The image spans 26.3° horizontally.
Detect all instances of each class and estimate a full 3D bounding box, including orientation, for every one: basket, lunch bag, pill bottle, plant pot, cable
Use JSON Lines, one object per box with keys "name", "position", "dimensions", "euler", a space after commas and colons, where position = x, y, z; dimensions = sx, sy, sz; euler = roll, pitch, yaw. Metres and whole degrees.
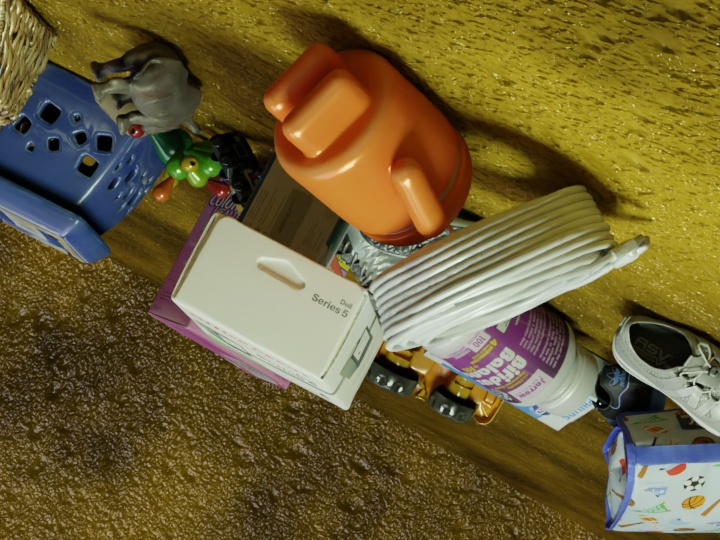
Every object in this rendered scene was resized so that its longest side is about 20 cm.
{"name": "basket", "position": [-0.440, -0.243, 1.577], "dimensions": [0.199, 0.144, 0.149], "euler": [25, 171, 16]}
{"name": "lunch bag", "position": [0.355, 0.212, 1.668], "dimensions": [0.168, 0.125, 0.200], "euler": [-2, 162, 2]}
{"name": "pill bottle", "position": [0.165, 0.081, 1.696], "dimensions": [0.199, 0.113, 0.112], "euler": [32, 169, -27]}
{"name": "plant pot", "position": [-0.364, -0.129, 1.865], "dimensions": [0.199, 0.181, 0.200], "euler": [25, 170, 7]}
{"name": "cable", "position": [0.104, 0.001, 1.217], "dimensions": [0.199, 0.070, 0.200], "euler": [-16, 170, -40]}

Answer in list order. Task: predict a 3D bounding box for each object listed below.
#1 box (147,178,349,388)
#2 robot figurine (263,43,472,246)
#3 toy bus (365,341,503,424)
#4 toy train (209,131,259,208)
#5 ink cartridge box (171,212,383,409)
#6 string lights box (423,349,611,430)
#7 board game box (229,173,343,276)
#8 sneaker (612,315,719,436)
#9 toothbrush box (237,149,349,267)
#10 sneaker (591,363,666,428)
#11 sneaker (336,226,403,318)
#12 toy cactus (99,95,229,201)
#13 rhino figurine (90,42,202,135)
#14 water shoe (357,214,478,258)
{"name": "box", "position": [-0.128, 0.012, 1.881], "dimensions": [0.176, 0.201, 0.096], "euler": [35, 167, -38]}
{"name": "robot figurine", "position": [0.012, -0.091, 1.194], "dimensions": [0.143, 0.117, 0.200], "euler": [4, 157, 40]}
{"name": "toy bus", "position": [0.094, 0.095, 1.970], "dimensions": [0.199, 0.137, 0.192], "euler": [25, -176, -3]}
{"name": "toy train", "position": [-0.106, -0.073, 1.603], "dimensions": [0.034, 0.045, 0.201], "euler": [93, 155, -50]}
{"name": "ink cartridge box", "position": [-0.064, 0.039, 1.302], "dimensions": [0.145, 0.084, 0.200], "euler": [27, 172, 10]}
{"name": "string lights box", "position": [0.187, 0.107, 1.828], "dimensions": [0.199, 0.059, 0.103], "euler": [30, 145, -14]}
{"name": "board game box", "position": [-0.082, -0.037, 1.710], "dimensions": [0.200, 0.040, 0.154], "euler": [175, 77, -72]}
{"name": "sneaker", "position": [0.327, 0.105, 1.476], "dimensions": [0.199, 0.075, 0.082], "euler": [25, 172, 21]}
{"name": "toothbrush box", "position": [-0.050, -0.061, 1.444], "dimensions": [0.085, 0.147, 0.200], "euler": [27, 172, 3]}
{"name": "sneaker", "position": [0.302, 0.146, 1.766], "dimensions": [0.077, 0.071, 0.200], "euler": [13, 160, 6]}
{"name": "sneaker", "position": [0.000, 0.000, 1.717], "dimensions": [0.199, 0.116, 0.075], "euler": [29, 170, -10]}
{"name": "toy cactus", "position": [-0.223, -0.143, 1.709], "dimensions": [0.165, 0.103, 0.200], "euler": [35, -178, 16]}
{"name": "rhino figurine", "position": [-0.200, -0.168, 1.511], "dimensions": [0.087, 0.060, 0.200], "euler": [-17, 166, 2]}
{"name": "water shoe", "position": [0.095, -0.029, 1.512], "dimensions": [0.199, 0.072, 0.079], "euler": [26, -162, 0]}
